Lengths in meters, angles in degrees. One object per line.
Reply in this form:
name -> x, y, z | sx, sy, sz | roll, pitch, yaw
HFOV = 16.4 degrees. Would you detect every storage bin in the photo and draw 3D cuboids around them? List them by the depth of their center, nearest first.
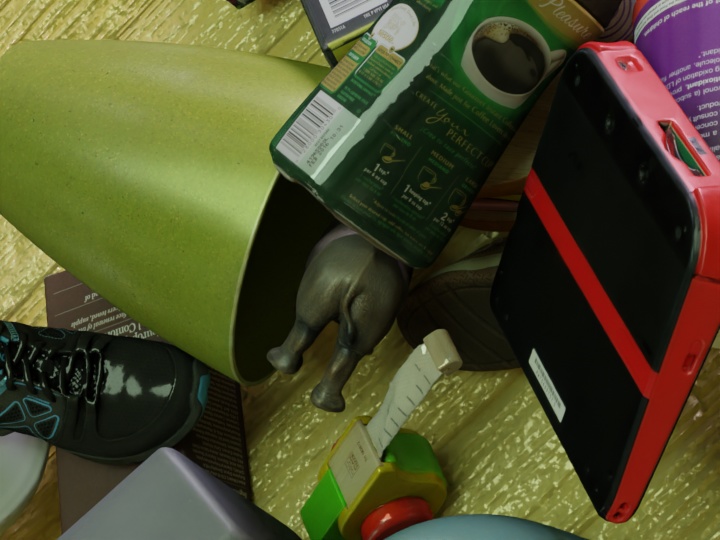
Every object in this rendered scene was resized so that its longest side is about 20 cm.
storage bin -> -0.090, 0.195, 1.357 | 0.134, 0.200, 0.146 | -46, 54, 2

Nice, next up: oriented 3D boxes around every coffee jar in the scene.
coffee jar -> 0.049, -0.108, 1.299 | 0.200, 0.104, 0.085 | -53, 33, 3

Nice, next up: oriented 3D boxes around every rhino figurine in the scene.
rhino figurine -> 0.000, 0.000, 1.411 | 0.060, 0.200, 0.088 | 25, 113, -1

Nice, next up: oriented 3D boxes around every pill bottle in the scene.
pill bottle -> 0.195, -0.065, 1.270 | 0.112, 0.112, 0.201 | -15, 58, 30

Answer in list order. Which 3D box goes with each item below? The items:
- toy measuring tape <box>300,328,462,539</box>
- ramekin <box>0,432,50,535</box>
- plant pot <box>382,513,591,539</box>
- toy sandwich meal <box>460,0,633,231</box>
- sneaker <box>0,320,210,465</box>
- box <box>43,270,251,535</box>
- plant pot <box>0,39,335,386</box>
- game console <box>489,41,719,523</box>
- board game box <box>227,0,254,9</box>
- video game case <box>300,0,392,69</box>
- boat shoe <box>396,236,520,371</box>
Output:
toy measuring tape -> 0.028, 0.098, 1.381 | 0.200, 0.073, 0.074 | -58, 46, 43
ramekin -> -0.299, 0.113, 1.557 | 0.094, 0.201, 0.203 | 114, 143, -53
plant pot -> 0.060, 0.214, 1.267 | 0.200, 0.161, 0.202 | -9, 67, 23
toy sandwich meal -> 0.082, -0.122, 1.388 | 0.204, 0.070, 0.206 | -10, 70, 29
sneaker -> -0.183, 0.068, 1.459 | 0.199, 0.082, 0.074 | -1, 69, 27
box -> -0.130, 0.089, 1.515 | 0.100, 0.075, 0.201 | -20, 66, 27
plant pot -> -0.119, -0.056, 1.435 | 0.199, 0.187, 0.188 | 21, 87, 15
game console -> 0.124, -0.001, 1.235 | 0.200, 0.031, 0.178 | -114, 34, -54
board game box -> -0.025, -0.253, 1.532 | 0.199, 0.062, 0.201 | -26, 52, 35
video game case -> 0.032, -0.227, 1.412 | 0.180, 0.026, 0.201 | -25, 55, 4
boat shoe -> 0.109, 0.001, 1.391 | 0.199, 0.072, 0.076 | -16, 31, 39
